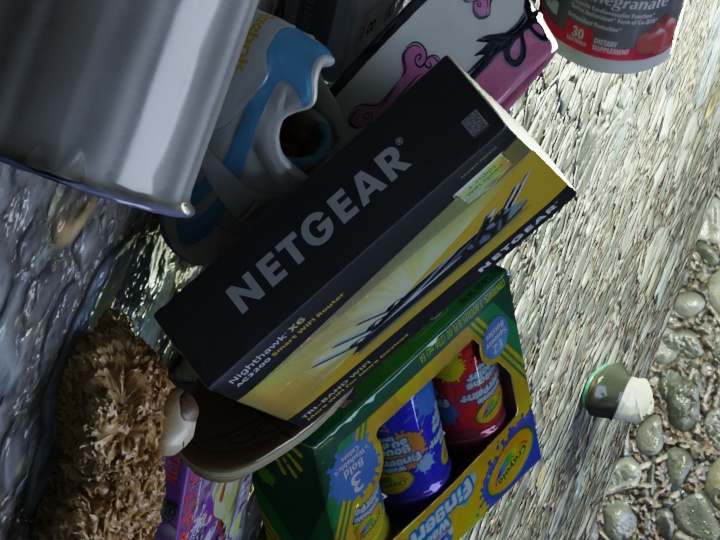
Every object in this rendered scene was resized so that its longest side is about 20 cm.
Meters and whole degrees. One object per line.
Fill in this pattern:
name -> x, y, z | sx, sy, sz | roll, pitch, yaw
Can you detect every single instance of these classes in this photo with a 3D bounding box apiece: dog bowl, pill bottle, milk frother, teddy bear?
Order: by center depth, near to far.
milk frother -> -0.044, -0.114, 1.067 | 0.180, 0.199, 0.189 | -13, 124, -78
teddy bear -> -0.125, 0.118, 1.380 | 0.145, 0.066, 0.201 | -43, 152, -66
dog bowl -> 0.031, -0.090, 1.503 | 0.200, 0.074, 0.200 | -47, 178, -2
pill bottle -> 0.201, -0.256, 1.995 | 0.111, 0.110, 0.201 | -54, 160, -47

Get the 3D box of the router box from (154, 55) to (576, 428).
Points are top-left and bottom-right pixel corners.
router box -> 0.007, -0.010, 1.378 | 0.200, 0.052, 0.157 | -41, 160, 7

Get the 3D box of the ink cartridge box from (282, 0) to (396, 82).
ink cartridge box -> 0.023, -0.212, 1.505 | 0.200, 0.057, 0.163 | -38, 147, -56

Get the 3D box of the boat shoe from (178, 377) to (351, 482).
boat shoe -> -0.037, 0.060, 1.516 | 0.200, 0.072, 0.065 | -49, 165, -39

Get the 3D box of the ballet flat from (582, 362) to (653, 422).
ballet flat -> 0.308, 0.145, 3.112 | 0.200, 0.068, 0.068 | 6, 105, -76

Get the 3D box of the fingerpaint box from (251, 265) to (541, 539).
fingerpaint box -> 0.024, 0.109, 1.740 | 0.200, 0.073, 0.168 | -41, 135, -33

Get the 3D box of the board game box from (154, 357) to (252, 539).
board game box -> -0.093, 0.117, 1.593 | 0.120, 0.032, 0.201 | -45, 153, -51

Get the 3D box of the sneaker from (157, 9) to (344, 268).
sneaker -> -0.054, -0.055, 1.365 | 0.200, 0.080, 0.077 | 91, 23, -58
